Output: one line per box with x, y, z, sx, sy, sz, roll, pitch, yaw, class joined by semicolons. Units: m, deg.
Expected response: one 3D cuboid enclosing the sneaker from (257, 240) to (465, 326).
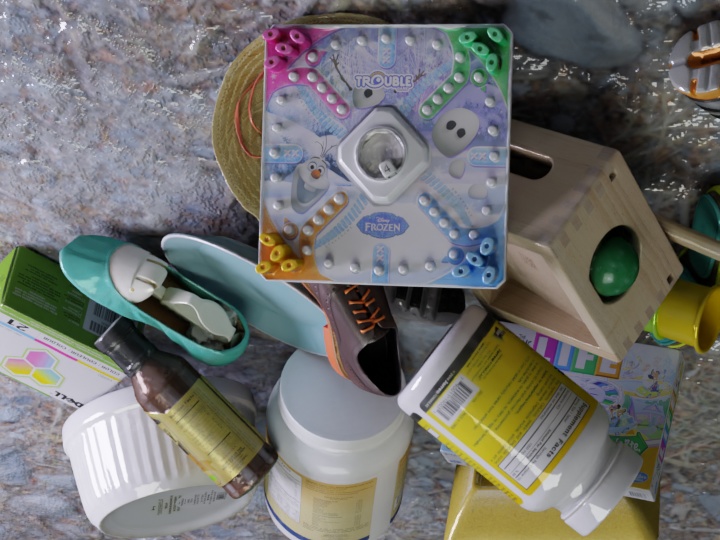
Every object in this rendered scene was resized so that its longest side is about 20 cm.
0.000;0.000;1.631;0.198;0.076;0.081;23;150;-8;sneaker

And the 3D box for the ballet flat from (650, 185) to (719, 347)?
0.308;-0.002;1.576;0.066;0.067;0.201;-14;146;-20;ballet flat

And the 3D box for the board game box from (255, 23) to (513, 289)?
0.016;-0.090;1.401;0.198;0.203;0.026;2;180;15;board game box

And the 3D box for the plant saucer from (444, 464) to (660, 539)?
0.182;0.173;1.713;0.198;0.201;0.049;-3;127;14;plant saucer

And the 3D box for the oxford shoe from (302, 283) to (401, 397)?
-0.002;0.020;1.531;0.071;0.072;0.201;-32;129;-17;oxford shoe

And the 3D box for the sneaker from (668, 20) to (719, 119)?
0.335;-0.162;1.363;0.198;0.079;0.077;-9;153;26;sneaker

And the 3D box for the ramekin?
-0.193;0.192;1.814;0.198;0.106;0.201;-12;157;-5;ramekin

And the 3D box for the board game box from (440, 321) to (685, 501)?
0.184;0.125;1.657;0.198;0.136;0.034;8;158;22;board game box

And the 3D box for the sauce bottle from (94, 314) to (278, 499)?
-0.165;0.124;1.700;0.200;0.065;0.065;46;134;-5;sauce bottle

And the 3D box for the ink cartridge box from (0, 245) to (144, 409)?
-0.323;0.080;1.777;0.147;0.076;0.200;28;136;-24;ink cartridge box

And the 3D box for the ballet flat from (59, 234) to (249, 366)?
-0.181;0.020;1.673;0.199;0.068;0.070;34;149;-23;ballet flat

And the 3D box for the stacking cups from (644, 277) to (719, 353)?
0.215;0.016;1.572;0.199;0.061;0.061;18;150;33;stacking cups

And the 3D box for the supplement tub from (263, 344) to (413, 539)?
-0.022;0.169;1.779;0.143;0.146;0.201;7;142;1;supplement tub

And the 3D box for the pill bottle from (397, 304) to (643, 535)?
0.139;0.132;1.558;0.199;0.113;0.113;39;139;2;pill bottle

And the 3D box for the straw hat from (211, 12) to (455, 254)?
-0.013;-0.110;1.466;0.199;0.204;0.085;-3;179;14;straw hat

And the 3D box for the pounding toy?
0.184;-0.031;1.478;0.199;0.143;0.184;21;157;43;pounding toy

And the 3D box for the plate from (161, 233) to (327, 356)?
-0.090;0.016;1.647;0.199;0.026;0.200;28;164;9;plate
